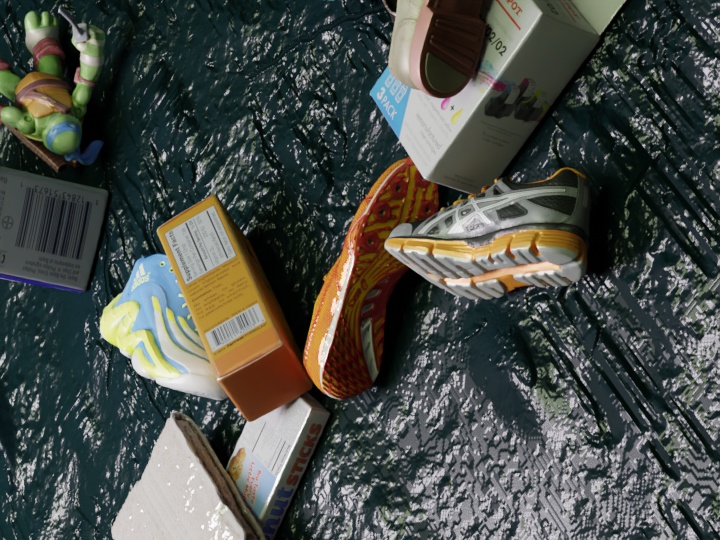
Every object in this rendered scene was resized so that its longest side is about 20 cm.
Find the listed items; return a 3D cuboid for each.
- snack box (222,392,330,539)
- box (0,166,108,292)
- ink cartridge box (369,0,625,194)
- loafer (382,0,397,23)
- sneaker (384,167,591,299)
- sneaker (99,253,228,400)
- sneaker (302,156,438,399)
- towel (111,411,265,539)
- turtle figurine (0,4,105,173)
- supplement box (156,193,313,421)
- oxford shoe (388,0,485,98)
[{"bbox_3d":[-0.090,0.188,1.828,0.072,0.024,0.201,38,107,49],"label":"snack box"},{"bbox_3d":[-0.377,-0.052,2.128,0.199,0.183,0.106,10,88,52],"label":"box"},{"bbox_3d":[0.103,-0.171,1.677,0.200,0.068,0.115,-54,43,23],"label":"ink cartridge box"},{"bbox_3d":[0.075,-0.271,1.741,0.200,0.071,0.073,-47,46,30],"label":"loafer"},{"bbox_3d":[0.099,-0.029,1.641,0.199,0.078,0.078,-3,63,46],"label":"sneaker"},{"bbox_3d":[-0.162,0.039,1.924,0.200,0.075,0.106,27,99,52],"label":"sneaker"},{"bbox_3d":[0.000,0.000,1.747,0.201,0.073,0.077,-65,30,7],"label":"sneaker"},{"bbox_3d":[-0.145,0.225,1.836,0.133,0.034,0.200,-60,38,18],"label":"towel"},{"bbox_3d":[-0.324,-0.206,2.134,0.144,0.200,0.194,-49,34,7],"label":"turtle figurine"},{"bbox_3d":[-0.106,0.028,1.838,0.069,0.067,0.201,-28,44,4],"label":"supplement box"},{"bbox_3d":[0.063,-0.231,1.637,0.074,0.071,0.201,21,92,54],"label":"oxford shoe"}]
